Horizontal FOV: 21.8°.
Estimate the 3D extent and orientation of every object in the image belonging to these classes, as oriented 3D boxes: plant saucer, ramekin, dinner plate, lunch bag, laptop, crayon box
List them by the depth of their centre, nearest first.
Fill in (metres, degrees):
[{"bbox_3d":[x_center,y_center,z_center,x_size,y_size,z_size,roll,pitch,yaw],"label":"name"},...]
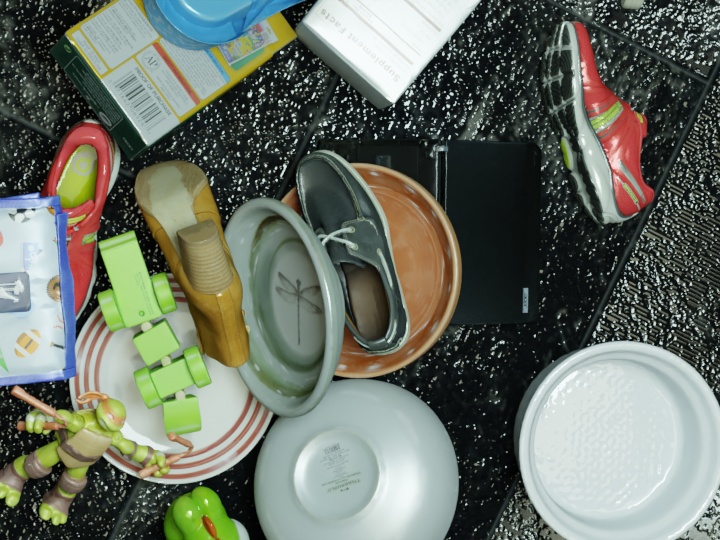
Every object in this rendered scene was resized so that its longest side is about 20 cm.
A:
[{"bbox_3d":[-0.347,0.017,1.672,0.199,0.124,0.171,-1,96,26],"label":"lunch bag"},{"bbox_3d":[-0.062,0.031,1.695,0.050,0.200,0.201,-9,93,-32],"label":"plant saucer"},{"bbox_3d":[-0.171,-0.209,1.727,0.200,0.052,0.126,-39,96,-30],"label":"crayon box"},{"bbox_3d":[0.000,0.000,1.760,0.199,0.032,0.202,0,91,19],"label":"plant saucer"},{"bbox_3d":[-0.177,0.102,1.779,0.199,0.024,0.201,0,92,-5],"label":"dinner plate"},{"bbox_3d":[0.241,0.164,1.789,0.199,0.098,0.202,0,93,-6],"label":"ramekin"},{"bbox_3d":[0.066,-0.037,1.807,0.199,0.103,0.178,1,92,20],"label":"laptop"}]

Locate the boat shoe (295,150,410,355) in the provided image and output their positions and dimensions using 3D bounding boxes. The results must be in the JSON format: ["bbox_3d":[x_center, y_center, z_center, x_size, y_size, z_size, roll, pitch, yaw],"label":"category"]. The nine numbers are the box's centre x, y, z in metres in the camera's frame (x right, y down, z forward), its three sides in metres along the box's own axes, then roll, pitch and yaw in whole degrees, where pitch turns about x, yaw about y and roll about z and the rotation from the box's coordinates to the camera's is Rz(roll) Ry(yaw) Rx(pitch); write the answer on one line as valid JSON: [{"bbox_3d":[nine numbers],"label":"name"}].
[{"bbox_3d":[-0.010,-0.020,1.712,0.072,0.068,0.201,-23,81,16],"label":"boat shoe"}]

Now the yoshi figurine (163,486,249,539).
[{"bbox_3d":[-0.129,0.288,1.771,0.112,0.112,0.201,-9,112,34],"label":"yoshi figurine"}]

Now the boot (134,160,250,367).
[{"bbox_3d":[-0.154,-0.005,1.726,0.070,0.201,0.145,-17,122,-11],"label":"boot"}]

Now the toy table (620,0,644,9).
[{"bbox_3d":[0.279,-0.345,1.764,0.199,0.117,0.185,16,91,-6],"label":"toy table"}]

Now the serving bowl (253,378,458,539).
[{"bbox_3d":[-0.012,0.193,1.720,0.199,0.066,0.201,-5,73,17],"label":"serving bowl"}]

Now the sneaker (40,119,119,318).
[{"bbox_3d":[-0.276,-0.043,1.725,0.077,0.085,0.201,12,90,-5],"label":"sneaker"}]

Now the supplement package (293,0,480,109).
[{"bbox_3d":[0.045,-0.264,1.742,0.117,0.117,0.200,40,88,-7],"label":"supplement package"}]

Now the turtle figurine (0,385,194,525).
[{"bbox_3d":[-0.267,0.159,1.712,0.199,0.065,0.161,22,128,-39],"label":"turtle figurine"}]

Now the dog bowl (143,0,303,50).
[{"bbox_3d":[-0.116,-0.272,1.716,0.200,0.050,0.112,-34,94,-32],"label":"dog bowl"}]

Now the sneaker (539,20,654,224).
[{"bbox_3d":[0.232,-0.147,1.798,0.085,0.077,0.201,-19,101,-16],"label":"sneaker"}]

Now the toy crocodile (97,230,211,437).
[{"bbox_3d":[-0.191,0.061,1.728,0.067,0.062,0.201,-23,98,-4],"label":"toy crocodile"}]
